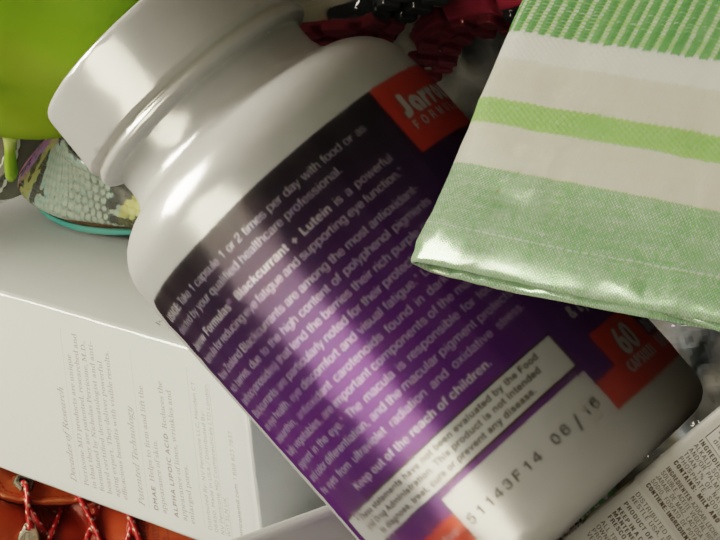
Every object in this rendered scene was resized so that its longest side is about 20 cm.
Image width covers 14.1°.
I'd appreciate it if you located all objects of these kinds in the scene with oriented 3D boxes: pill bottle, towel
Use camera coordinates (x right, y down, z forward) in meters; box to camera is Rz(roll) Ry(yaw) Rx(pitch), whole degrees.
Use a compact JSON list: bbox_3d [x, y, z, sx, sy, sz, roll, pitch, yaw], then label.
[{"bbox_3d":[0.000,0.000,0.885,0.200,0.111,0.111,48,137,5],"label":"pill bottle"},{"bbox_3d":[0.112,-0.077,0.797,0.152,0.023,0.200,13,74,41],"label":"towel"}]

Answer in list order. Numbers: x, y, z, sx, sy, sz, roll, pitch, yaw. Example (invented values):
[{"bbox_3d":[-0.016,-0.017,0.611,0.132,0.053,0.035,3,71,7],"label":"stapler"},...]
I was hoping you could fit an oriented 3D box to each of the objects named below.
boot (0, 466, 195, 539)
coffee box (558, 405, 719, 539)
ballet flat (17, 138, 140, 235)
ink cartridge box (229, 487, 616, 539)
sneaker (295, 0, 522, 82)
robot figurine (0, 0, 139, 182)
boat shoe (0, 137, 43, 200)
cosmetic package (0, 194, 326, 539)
[{"bbox_3d":[-0.118,0.098,1.094,0.107,0.200,0.075,-11,82,43],"label":"boot"},{"bbox_3d":[0.154,0.053,0.847,0.080,0.113,0.200,54,137,10],"label":"coffee box"},{"bbox_3d":[-0.051,-0.045,1.035,0.200,0.069,0.071,13,140,38],"label":"ballet flat"},{"bbox_3d":[0.008,0.150,0.938,0.084,0.200,0.145,-37,74,52],"label":"ink cartridge box"},{"bbox_3d":[0.014,-0.107,0.948,0.200,0.080,0.075,-14,68,51],"label":"sneaker"},{"bbox_3d":[-0.105,-0.134,0.966,0.115,0.175,0.201,7,76,10],"label":"robot figurine"},{"bbox_3d":[-0.144,-0.113,1.108,0.072,0.060,0.202,30,128,34],"label":"boat shoe"},{"bbox_3d":[-0.073,0.029,1.069,0.200,0.113,0.081,14,119,43],"label":"cosmetic package"}]
